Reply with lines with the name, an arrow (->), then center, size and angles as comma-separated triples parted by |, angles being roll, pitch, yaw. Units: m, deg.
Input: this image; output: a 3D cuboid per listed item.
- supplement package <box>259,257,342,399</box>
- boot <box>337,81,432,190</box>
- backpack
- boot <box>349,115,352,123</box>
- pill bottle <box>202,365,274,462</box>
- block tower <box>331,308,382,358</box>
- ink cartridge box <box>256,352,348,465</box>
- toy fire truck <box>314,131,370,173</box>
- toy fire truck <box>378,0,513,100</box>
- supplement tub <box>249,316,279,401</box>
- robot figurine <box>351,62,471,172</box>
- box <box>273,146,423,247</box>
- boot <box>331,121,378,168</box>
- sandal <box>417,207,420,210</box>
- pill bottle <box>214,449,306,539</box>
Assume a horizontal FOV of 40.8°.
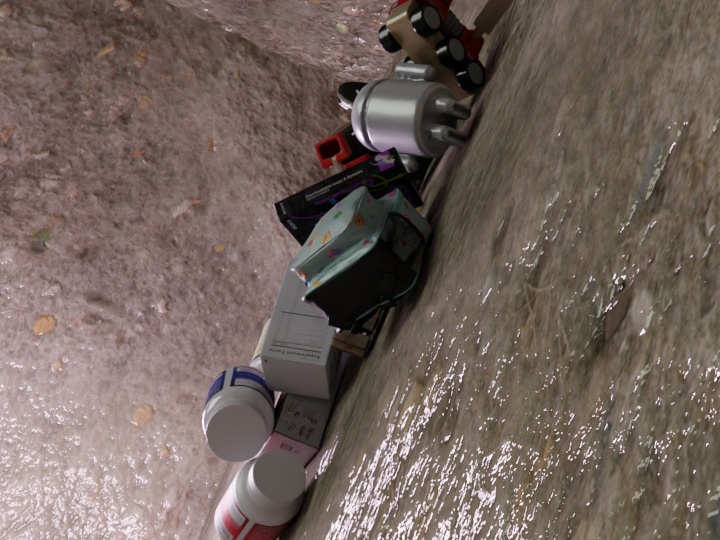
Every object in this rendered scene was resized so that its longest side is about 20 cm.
supplement package -> -0.084, 0.095, 1.600 | 0.110, 0.113, 0.200 | 85, -164, -53
boot -> 0.040, -0.221, 1.636 | 0.154, 0.203, 0.074 | 114, 175, -46
backpack -> 0.007, -0.029, 1.384 | 0.176, 0.153, 0.200 | -40, 7, 33
boot -> 0.056, -0.272, 1.864 | 0.077, 0.155, 0.200 | 131, 162, -71
pill bottle -> -0.198, 0.233, 1.579 | 0.200, 0.116, 0.116 | -112, 46, -80
block tower -> 0.017, 0.034, 1.511 | 0.054, 0.058, 0.200 | 83, -153, -79
ink cartridge box -> -0.105, 0.239, 1.681 | 0.176, 0.084, 0.200 | 122, 169, -54
toy fire truck -> 0.001, -0.142, 1.658 | 0.049, 0.200, 0.141 | -24, 7, 19
toy fire truck -> 0.150, -0.392, 1.528 | 0.129, 0.176, 0.200 | -16, 38, 45
supplement tub -> -0.136, 0.168, 1.912 | 0.200, 0.145, 0.145 | -75, 11, -56
robot figurine -> 0.068, -0.233, 1.480 | 0.113, 0.200, 0.170 | 15, -91, -54
box -> -0.016, -0.099, 1.464 | 0.143, 0.200, 0.036 | 51, -163, -62
boot -> 0.044, -0.243, 1.724 | 0.200, 0.078, 0.138 | -31, 17, -23
sandal -> 0.007, -0.077, 1.585 | 0.200, 0.087, 0.079 | -49, 27, -20
pill bottle -> -0.154, 0.362, 1.522 | 0.200, 0.112, 0.112 | 122, 170, -49
